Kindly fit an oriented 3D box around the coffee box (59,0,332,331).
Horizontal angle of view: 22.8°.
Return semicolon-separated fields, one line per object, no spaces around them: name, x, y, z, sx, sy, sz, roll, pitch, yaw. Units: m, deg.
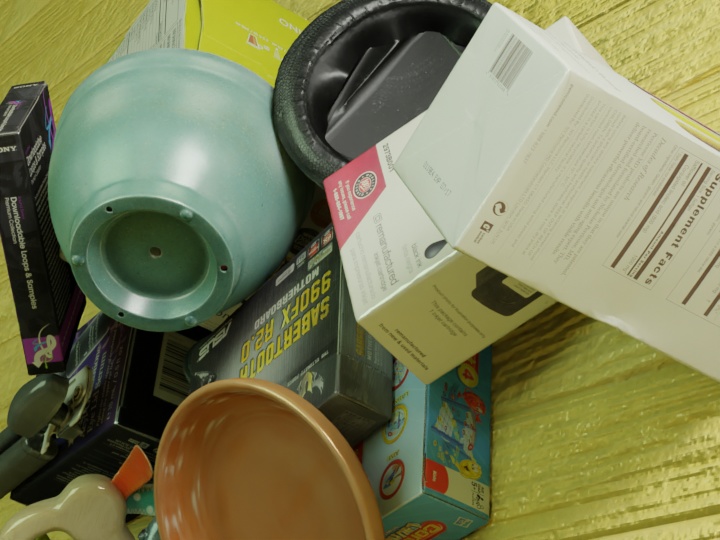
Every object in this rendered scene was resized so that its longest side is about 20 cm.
coffee box;-0.111;-0.096;1.469;0.198;0.199;0.200;-48;29;31

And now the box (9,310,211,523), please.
box;-0.207;0.123;1.558;0.200;0.104;0.149;-35;39;43

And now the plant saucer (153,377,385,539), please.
plant saucer;-0.055;0.165;1.162;0.200;0.037;0.201;12;109;39

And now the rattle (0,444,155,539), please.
rattle;-0.226;0.210;1.527;0.200;0.130;0.143;-58;-4;13

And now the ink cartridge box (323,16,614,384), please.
ink cartridge box;0.087;-0.046;1.130;0.200;0.084;0.145;-34;39;16

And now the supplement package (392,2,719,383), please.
supplement package;0.138;-0.039;0.966;0.110;0.199;0.114;-57;28;14

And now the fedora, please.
fedora;0.033;-0.114;1.309;0.092;0.200;0.201;95;-175;-62

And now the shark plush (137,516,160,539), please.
shark plush;-0.185;0.251;1.427;0.200;0.083;0.091;-55;28;18

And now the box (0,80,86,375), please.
box;-0.259;-0.036;1.427;0.143;0.036;0.201;-93;-2;-69

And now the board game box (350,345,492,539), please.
board game box;0.008;0.114;1.229;0.200;0.056;0.197;-37;37;42

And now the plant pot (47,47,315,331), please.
plant pot;-0.139;-0.041;1.290;0.200;0.200;0.134;-46;19;31

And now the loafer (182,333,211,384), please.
loafer;-0.082;0.121;1.402;0.072;0.063;0.200;-31;36;-2

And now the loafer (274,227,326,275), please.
loafer;0.000;0.000;1.327;0.200;0.071;0.073;-30;42;49

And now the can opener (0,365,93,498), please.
can opener;-0.288;0.133;1.504;0.200;0.067;0.054;-37;38;43

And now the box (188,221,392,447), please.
box;-0.054;0.078;1.256;0.200;0.048;0.159;-41;34;39
